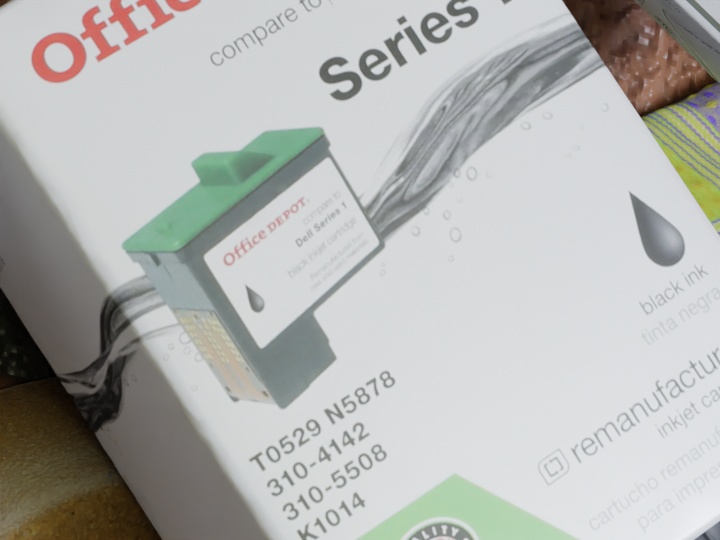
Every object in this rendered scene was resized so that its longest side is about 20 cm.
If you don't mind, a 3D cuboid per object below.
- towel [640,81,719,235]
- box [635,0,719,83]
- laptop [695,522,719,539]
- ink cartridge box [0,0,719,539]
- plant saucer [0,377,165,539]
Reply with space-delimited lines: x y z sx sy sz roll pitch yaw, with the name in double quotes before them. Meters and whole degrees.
"towel" 0.174 -0.038 0.883 0.199 0.143 0.023 -27 137 -30
"box" 0.132 -0.164 0.835 0.117 0.060 0.200 45 90 2
"laptop" 0.093 0.121 0.781 0.200 0.103 0.177 47 65 -16
"ink cartridge box" 0.000 0.000 0.748 0.146 0.084 0.201 -33 87 -21
"plant saucer" -0.061 0.127 0.774 0.199 0.035 0.202 2 86 -34
